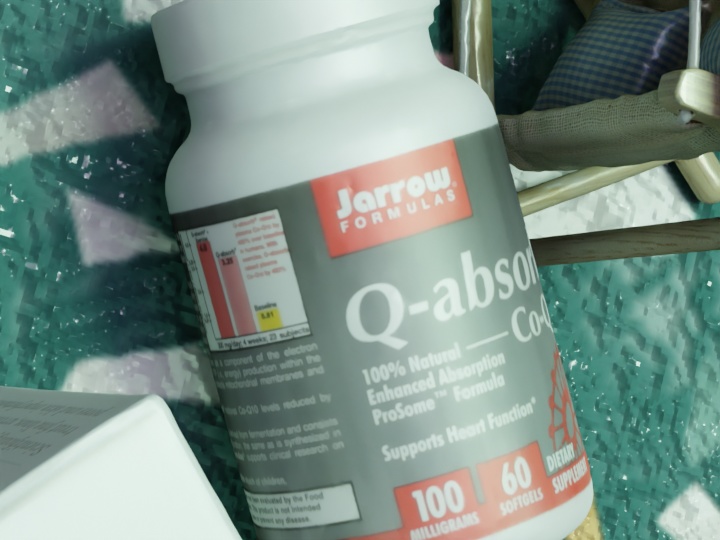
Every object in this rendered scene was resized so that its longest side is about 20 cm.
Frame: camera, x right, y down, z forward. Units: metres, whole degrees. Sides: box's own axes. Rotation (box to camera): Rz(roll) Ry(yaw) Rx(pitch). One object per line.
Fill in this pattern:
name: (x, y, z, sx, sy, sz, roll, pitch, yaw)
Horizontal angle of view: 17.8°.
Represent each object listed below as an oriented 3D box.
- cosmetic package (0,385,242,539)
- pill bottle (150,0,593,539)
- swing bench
cosmetic package: (-0.104, 0.160, 0.685, 0.165, 0.165, 0.201, -33, 103, -23)
pill bottle: (0.000, 0.000, 0.770, 0.115, 0.116, 0.201, -18, 95, -25)
swing bench: (0.102, -0.108, 0.777, 0.129, 0.199, 0.201, -20, 96, -25)
